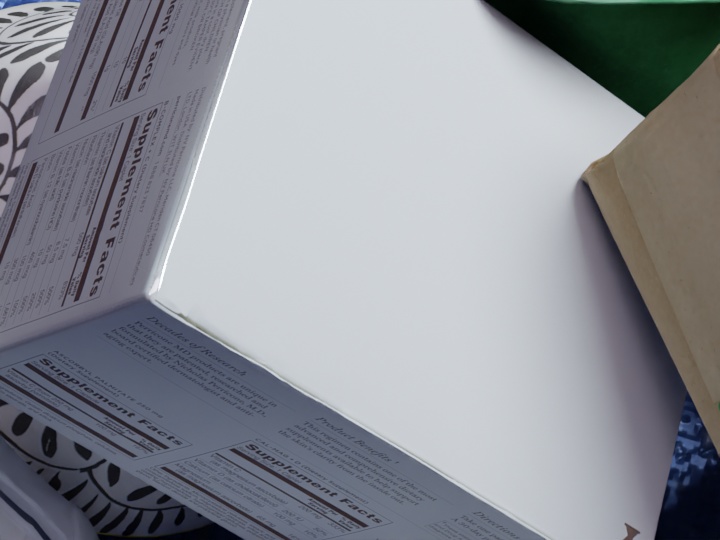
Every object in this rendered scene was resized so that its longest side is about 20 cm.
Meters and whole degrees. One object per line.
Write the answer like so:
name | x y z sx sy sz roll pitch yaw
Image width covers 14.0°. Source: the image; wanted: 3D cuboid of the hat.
hat | 0.091 -0.054 1.013 0.199 0.177 0.166 -8 32 -18

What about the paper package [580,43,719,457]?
paper package | 0.198 0.013 0.897 0.190 0.103 0.201 -15 71 -31

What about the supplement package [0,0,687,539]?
supplement package | 0.000 0.000 0.923 0.200 0.111 0.156 33 59 -29

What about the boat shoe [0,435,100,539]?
boat shoe | -0.144 0.081 0.946 0.073 0.200 0.067 13 61 28

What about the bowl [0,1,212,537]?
bowl | -0.064 -0.016 1.015 0.200 0.094 0.201 15 64 -33
